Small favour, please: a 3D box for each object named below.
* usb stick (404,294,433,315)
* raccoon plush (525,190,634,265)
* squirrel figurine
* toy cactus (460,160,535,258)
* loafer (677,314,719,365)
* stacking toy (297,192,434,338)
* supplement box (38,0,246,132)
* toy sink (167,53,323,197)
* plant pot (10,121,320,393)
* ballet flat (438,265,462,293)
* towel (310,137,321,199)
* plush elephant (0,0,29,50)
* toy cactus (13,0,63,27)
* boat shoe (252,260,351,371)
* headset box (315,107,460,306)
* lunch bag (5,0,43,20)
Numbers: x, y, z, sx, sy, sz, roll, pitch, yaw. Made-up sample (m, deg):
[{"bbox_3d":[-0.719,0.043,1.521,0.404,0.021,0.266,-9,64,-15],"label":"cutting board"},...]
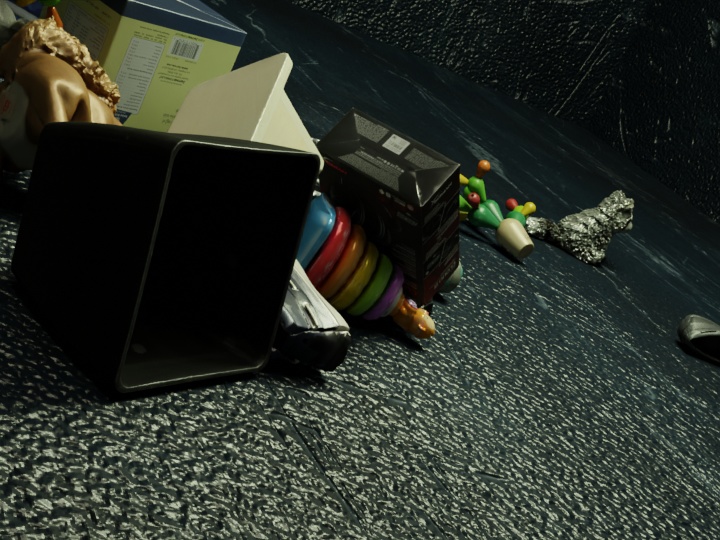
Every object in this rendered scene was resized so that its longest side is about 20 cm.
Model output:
[{"bbox_3d":[0.000,0.000,1.440,0.199,0.033,0.055,33,25,18],"label":"usb stick"},{"bbox_3d":[0.406,-0.095,2.152,0.198,0.135,0.097,15,21,-36],"label":"raccoon plush"},{"bbox_3d":[-0.279,-0.150,1.211,0.186,0.141,0.202,19,52,-46],"label":"squirrel figurine"},{"bbox_3d":[0.230,-0.090,1.952,0.199,0.103,0.165,20,26,-50],"label":"toy cactus"},{"bbox_3d":[0.603,0.131,1.913,0.198,0.069,0.071,20,25,-6],"label":"loafer"},{"bbox_3d":[0.005,0.015,1.318,0.199,0.110,0.116,34,12,-15],"label":"stacking toy"},{"bbox_3d":[-0.278,-0.237,1.422,0.134,0.201,0.199,38,20,32],"label":"supplement box"},{"bbox_3d":[-0.121,-0.105,1.203,0.113,0.129,0.201,58,29,-33],"label":"toy sink"},{"bbox_3d":[-0.179,-0.031,1.014,0.176,0.202,0.199,22,13,28],"label":"plant pot"},{"bbox_3d":[0.069,-0.036,1.595,0.063,0.068,0.200,8,24,-30],"label":"ballet flat"},{"bbox_3d":[-0.096,-0.117,1.426,0.164,0.087,0.199,1,2,32],"label":"towel"},{"bbox_3d":[-0.427,-0.235,1.267,0.164,0.156,0.199,34,19,23],"label":"plush elephant"},{"bbox_3d":[-0.303,-0.338,1.286,0.198,0.103,0.166,-19,35,1],"label":"toy cactus"},{"bbox_3d":[-0.098,0.019,1.156,0.200,0.075,0.092,39,15,36],"label":"boat shoe"},{"bbox_3d":[0.034,-0.063,1.346,0.148,0.201,0.077,32,61,24],"label":"headset box"},{"bbox_3d":[-0.413,-0.335,1.637,0.199,0.133,0.136,31,1,17],"label":"lunch bag"}]
